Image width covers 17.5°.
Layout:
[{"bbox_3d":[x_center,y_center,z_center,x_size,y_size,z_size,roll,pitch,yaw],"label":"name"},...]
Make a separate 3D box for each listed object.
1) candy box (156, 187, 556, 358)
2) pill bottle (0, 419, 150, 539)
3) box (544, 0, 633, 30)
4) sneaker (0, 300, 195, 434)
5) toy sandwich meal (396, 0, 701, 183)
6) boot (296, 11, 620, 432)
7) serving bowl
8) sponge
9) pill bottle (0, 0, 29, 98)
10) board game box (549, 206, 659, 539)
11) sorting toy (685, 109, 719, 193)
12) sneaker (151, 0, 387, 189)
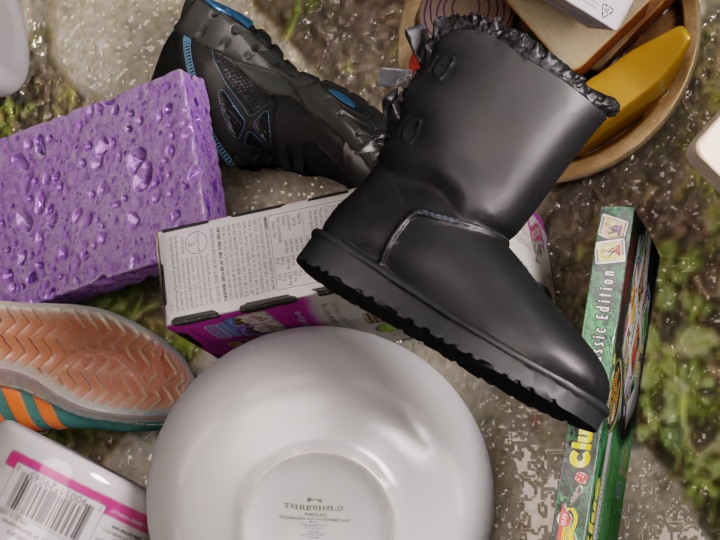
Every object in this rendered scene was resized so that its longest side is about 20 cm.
[{"bbox_3d":[0.000,0.000,1.332,0.199,0.136,0.061,-11,74,13],"label":"candy box"},{"bbox_3d":[-0.204,0.199,1.353,0.113,0.113,0.201,25,84,21],"label":"pill bottle"},{"bbox_3d":[0.120,-0.257,1.291,0.156,0.041,0.201,28,87,-22],"label":"box"},{"bbox_3d":[-0.198,0.066,1.417,0.199,0.080,0.072,12,55,1],"label":"sneaker"},{"bbox_3d":[0.112,-0.149,1.373,0.204,0.070,0.206,-4,74,16],"label":"toy sandwich meal"},{"bbox_3d":[0.078,-0.030,1.210,0.198,0.073,0.163,31,83,21],"label":"boot"},{"bbox_3d":[-0.023,0.135,1.297,0.199,0.066,0.201,0,98,0],"label":"serving bowl"},{"bbox_3d":[-0.172,-0.039,1.422,0.199,0.030,0.112,-18,73,28],"label":"sponge"},{"bbox_3d":[-0.321,-0.138,1.475,0.199,0.116,0.116,-17,71,11],"label":"pill bottle"},{"bbox_3d":[0.135,0.074,1.289,0.023,0.105,0.201,7,77,14],"label":"board game box"},{"bbox_3d":[0.298,-0.060,1.252,0.199,0.070,0.200,44,75,-3],"label":"sorting toy"},{"bbox_3d":[-0.046,-0.085,1.412,0.200,0.073,0.082,38,101,29],"label":"sneaker"}]
